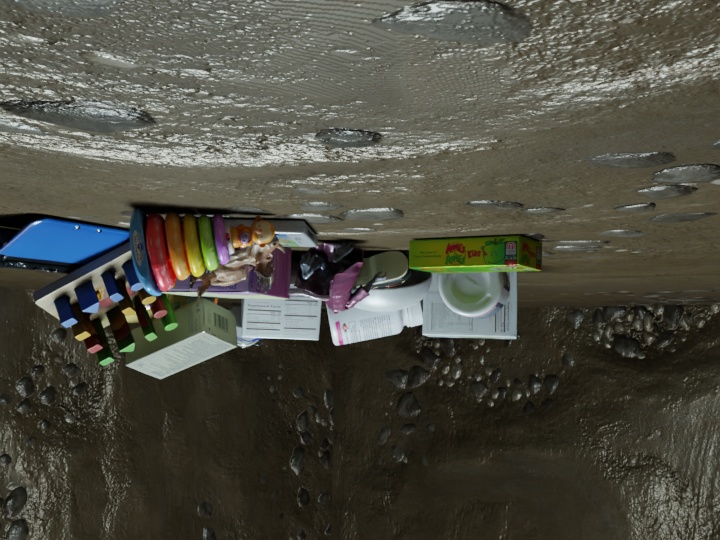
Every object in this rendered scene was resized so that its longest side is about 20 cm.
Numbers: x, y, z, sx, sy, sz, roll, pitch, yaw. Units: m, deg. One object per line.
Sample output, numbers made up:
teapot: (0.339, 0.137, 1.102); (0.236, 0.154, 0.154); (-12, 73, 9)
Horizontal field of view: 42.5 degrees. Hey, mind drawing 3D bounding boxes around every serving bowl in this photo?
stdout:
serving bowl: (0.046, 0.040, 1.858); (0.195, 0.067, 0.200); (-1, -164, 0)

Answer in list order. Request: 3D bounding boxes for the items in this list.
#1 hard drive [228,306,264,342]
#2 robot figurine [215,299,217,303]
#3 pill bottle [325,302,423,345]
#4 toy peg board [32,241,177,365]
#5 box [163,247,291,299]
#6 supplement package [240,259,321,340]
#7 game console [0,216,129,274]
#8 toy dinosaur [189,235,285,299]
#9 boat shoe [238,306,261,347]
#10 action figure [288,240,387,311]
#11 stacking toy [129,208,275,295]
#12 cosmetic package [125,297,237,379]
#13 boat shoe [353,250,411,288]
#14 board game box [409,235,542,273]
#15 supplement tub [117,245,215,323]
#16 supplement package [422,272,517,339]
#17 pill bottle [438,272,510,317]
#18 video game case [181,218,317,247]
hard drive: (-0.208, 0.102, 1.939); (0.130, 0.026, 0.198); (16, -161, 34)
robot figurine: (-0.426, 0.042, 2.131); (0.197, 0.118, 0.145); (4, -141, -31)
pill bottle: (0.029, 0.086, 1.973); (0.196, 0.116, 0.113); (-10, 176, -1)
toy peg board: (-0.419, 0.067, 1.594); (0.197, 0.099, 0.200); (-28, 158, -2)
box: (-0.237, -0.003, 1.635); (0.172, 0.099, 0.200); (0, 176, 17)
supplement package: (-0.162, 0.053, 1.861); (0.152, 0.113, 0.200); (2, -165, -9)
game console: (-0.504, -0.064, 1.484); (0.170, 0.120, 0.199); (35, -167, 29)
toy dinosaur: (-0.193, -0.008, 1.418); (0.133, 0.088, 0.200); (-5, -177, -17)
boat shoe: (-0.241, 0.131, 1.985); (0.073, 0.064, 0.200); (6, -166, -5)
action figure: (-0.036, 0.032, 1.644); (0.131, 0.151, 0.201); (13, 153, 15)
stacking toy: (-0.215, -0.038, 1.291); (0.196, 0.119, 0.110); (-10, 175, -5)
cosmetic package: (-0.340, 0.131, 1.751); (0.197, 0.074, 0.103); (-22, 149, 25)
boat shoe: (0.000, 0.003, 1.759); (0.197, 0.075, 0.063); (-4, 166, 14)
board game box: (0.189, -0.025, 1.524); (0.197, 0.049, 0.101); (-2, 174, 32)
supplement tub: (-0.387, 0.030, 1.786); (0.196, 0.149, 0.145); (3, 175, -20)
supplement package: (0.238, 0.068, 1.986); (0.196, 0.154, 0.152); (1, 175, 10)
pill bottle: (0.217, 0.029, 1.717); (0.117, 0.122, 0.200); (0, 175, 15)
video game case: (-0.172, -0.056, 1.427); (0.195, 0.023, 0.182); (1, 175, 4)
